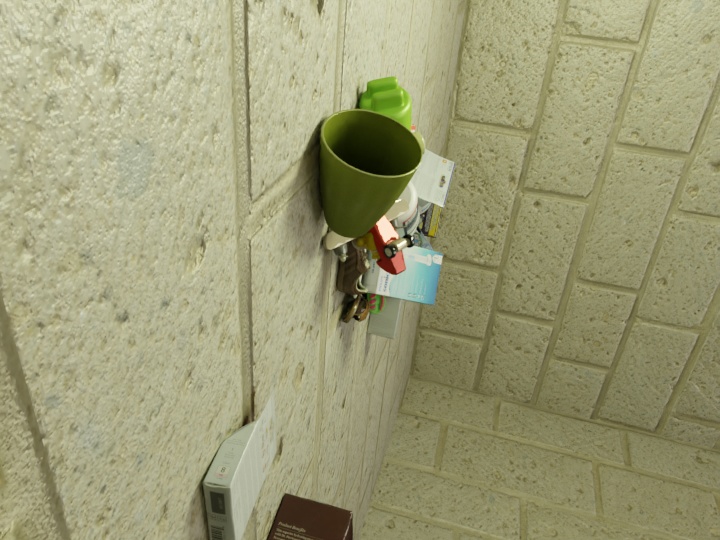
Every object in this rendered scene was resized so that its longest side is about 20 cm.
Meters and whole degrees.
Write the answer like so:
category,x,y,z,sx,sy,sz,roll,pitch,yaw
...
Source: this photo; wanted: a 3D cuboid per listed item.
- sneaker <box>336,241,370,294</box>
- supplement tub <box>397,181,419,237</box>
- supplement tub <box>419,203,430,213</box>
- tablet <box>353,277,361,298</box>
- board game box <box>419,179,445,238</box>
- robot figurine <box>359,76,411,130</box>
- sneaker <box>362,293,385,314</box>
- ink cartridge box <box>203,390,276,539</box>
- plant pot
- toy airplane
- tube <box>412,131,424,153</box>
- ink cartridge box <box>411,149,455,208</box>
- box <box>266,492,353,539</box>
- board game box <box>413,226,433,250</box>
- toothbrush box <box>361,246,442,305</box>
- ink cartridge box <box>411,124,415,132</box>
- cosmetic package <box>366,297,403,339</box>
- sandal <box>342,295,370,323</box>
category,x,y,z,sx,sy,sz,roll,pitch,yaw
sneaker,-0.009,-0.034,1.389,0.071,0.075,0.201,-61,160,-56
supplement tub,0.089,-0.164,1.582,0.200,0.139,0.141,63,40,-73
supplement tub,0.167,-0.275,1.887,0.200,0.131,0.133,75,29,-68
tablet,0.000,0.000,1.540,0.200,0.014,0.131,-84,-175,-87
board game box,0.200,-0.226,2.019,0.057,0.164,0.202,18,84,-79
robot figurine,0.056,-0.332,1.305,0.201,0.115,0.176,85,-11,-55
sneaker,0.031,0.028,1.711,0.084,0.076,0.202,-14,-111,59
ink cartridge box,-0.189,0.315,0.940,0.200,0.057,0.163,-77,173,-56
plant pot,-0.004,-0.163,1.096,0.201,0.186,0.188,112,0,-47
toy airplane,0.015,-0.098,1.280,0.141,0.199,0.200,-39,-143,54
tube,0.036,-0.235,1.206,0.052,0.199,0.058,-160,-128,-71
ink cartridge box,0.171,-0.285,1.728,0.041,0.199,0.200,123,-10,-54
box,-0.120,0.638,1.286,0.165,0.165,0.201,89,17,-44
board game box,0.157,-0.115,1.803,0.061,0.200,0.200,-33,154,1
toothbrush box,0.111,0.004,1.569,0.085,0.199,0.148,6,-95,58
ink cartridge box,0.081,-0.334,1.436,0.050,0.109,0.201,-9,117,-37
cosmetic package,0.091,0.124,1.996,0.074,0.101,0.202,-26,128,-76
sandal,-0.002,0.110,1.590,0.081,0.054,0.200,-62,172,2
